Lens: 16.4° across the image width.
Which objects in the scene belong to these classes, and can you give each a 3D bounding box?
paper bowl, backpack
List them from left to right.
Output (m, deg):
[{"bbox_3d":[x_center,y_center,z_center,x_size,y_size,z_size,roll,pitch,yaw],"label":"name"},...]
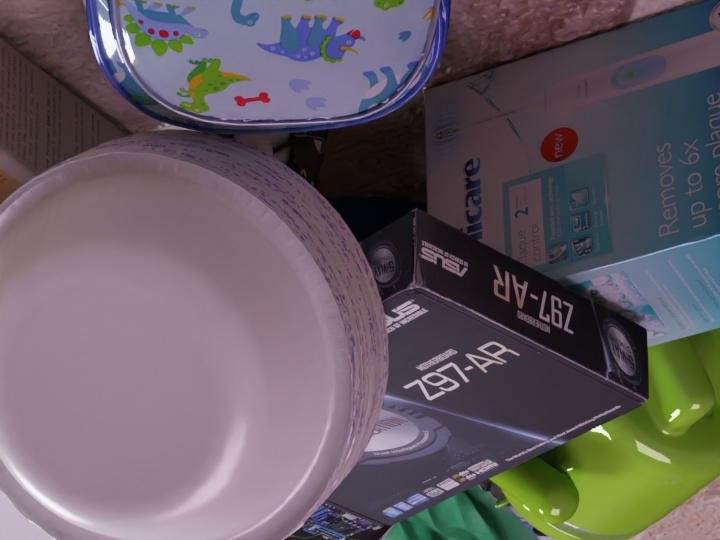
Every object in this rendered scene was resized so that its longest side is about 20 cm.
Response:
[{"bbox_3d":[-0.094,0.042,1.140,0.200,0.201,0.104,-14,-172,19],"label":"paper bowl"},{"bbox_3d":[-0.040,-0.146,1.094,0.182,0.147,0.200,0,140,-1],"label":"backpack"}]

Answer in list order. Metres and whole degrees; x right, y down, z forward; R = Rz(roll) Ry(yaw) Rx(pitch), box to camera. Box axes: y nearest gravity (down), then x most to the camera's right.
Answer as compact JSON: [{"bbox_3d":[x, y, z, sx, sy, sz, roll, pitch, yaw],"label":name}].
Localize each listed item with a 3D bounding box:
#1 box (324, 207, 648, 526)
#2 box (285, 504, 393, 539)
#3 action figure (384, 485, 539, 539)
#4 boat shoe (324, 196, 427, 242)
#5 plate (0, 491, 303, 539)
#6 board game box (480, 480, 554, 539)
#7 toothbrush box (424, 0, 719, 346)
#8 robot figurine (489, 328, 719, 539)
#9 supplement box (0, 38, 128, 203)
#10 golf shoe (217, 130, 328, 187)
[{"bbox_3d":[0.020,0.055,1.256,0.160,0.044,0.200,27,140,-34],"label":"box"},{"bbox_3d":[-0.050,0.089,1.380,0.199,0.048,0.193,14,134,-27],"label":"box"},{"bbox_3d":[0.039,0.130,1.522,0.118,0.055,0.200,-7,150,13],"label":"action figure"},{"bbox_3d":[0.000,0.000,1.410,0.199,0.084,0.069,12,128,5],"label":"boat shoe"},{"bbox_3d":[-0.165,0.147,1.346,0.199,0.032,0.200,-35,142,27],"label":"plate"},{"bbox_3d":[0.053,0.105,1.587,0.199,0.056,0.196,0,147,-2],"label":"board game box"},{"bbox_3d":[0.138,-0.042,1.279,0.199,0.147,0.085,-16,143,24],"label":"toothbrush box"},{"bbox_3d":[0.145,0.079,1.376,0.175,0.116,0.200,-18,162,-33],"label":"robot figurine"},{"bbox_3d":[-0.223,-0.064,1.301,0.126,0.074,0.200,-20,145,26],"label":"supplement box"},{"bbox_3d":[-0.044,-0.080,1.265,0.077,0.095,0.200,1,145,-1],"label":"golf shoe"}]
